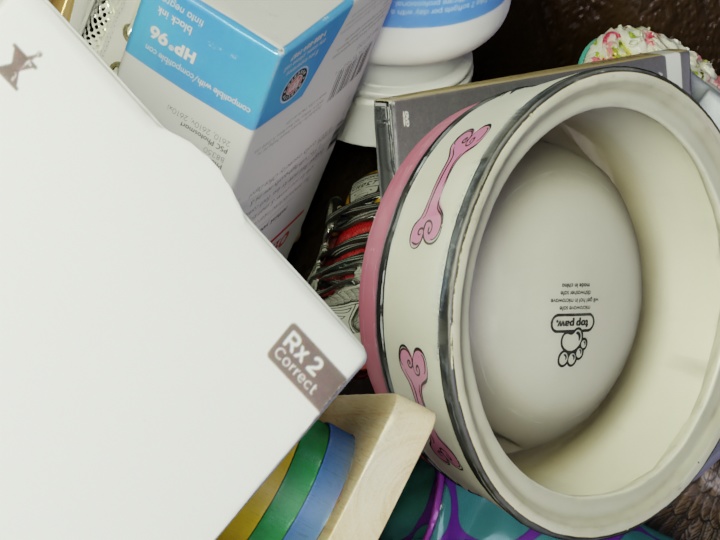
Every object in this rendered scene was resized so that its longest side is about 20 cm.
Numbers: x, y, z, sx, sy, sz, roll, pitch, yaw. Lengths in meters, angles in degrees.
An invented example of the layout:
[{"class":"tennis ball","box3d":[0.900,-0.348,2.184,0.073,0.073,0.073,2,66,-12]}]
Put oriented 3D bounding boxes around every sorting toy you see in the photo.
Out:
[{"class":"sorting toy","box3d":[-0.065,0.131,1.179,0.069,0.200,0.200,29,81,-10]}]

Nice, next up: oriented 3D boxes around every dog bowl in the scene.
[{"class":"dog bowl","box3d":[0.082,0.011,1.220,0.199,0.074,0.201,-7,100,-44]}]

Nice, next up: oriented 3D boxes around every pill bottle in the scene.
[{"class":"pill bottle","box3d":[0.015,-0.159,1.236,0.112,0.112,0.201,-19,129,-32]}]

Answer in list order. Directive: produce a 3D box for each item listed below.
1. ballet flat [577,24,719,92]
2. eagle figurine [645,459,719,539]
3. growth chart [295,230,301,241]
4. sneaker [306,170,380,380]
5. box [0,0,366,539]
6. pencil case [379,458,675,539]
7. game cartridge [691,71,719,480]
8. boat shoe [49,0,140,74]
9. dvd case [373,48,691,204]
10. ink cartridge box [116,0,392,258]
[{"class":"ballet flat","box3d":[0.186,-0.055,1.451,0.200,0.064,0.076,43,76,-39]},{"class":"eagle figurine","box3d":[0.196,0.088,1.477,0.152,0.151,0.200,-46,140,-2]},{"class":"growth chart","box3d":[-0.088,0.077,1.279,0.144,0.018,0.201,-2,93,-30]},{"class":"sneaker","box3d":[0.000,0.000,1.294,0.200,0.077,0.083,-35,115,-62]},{"class":"box","box3d":[-0.143,0.032,1.051,0.199,0.131,0.200,47,70,-20]},{"class":"pencil case","box3d":[0.097,0.155,1.410,0.199,0.093,0.085,27,128,-21]},{"class":"game cartridge","box3d":[0.149,0.020,1.384,0.200,0.133,0.040,-53,166,9]},{"class":"boat shoe","box3d":[-0.126,-0.068,1.194,0.069,0.071,0.201,21,92,-40]},{"class":"dvd case","box3d":[0.086,-0.015,1.282,0.199,0.016,0.150,-13,103,-43]},{"class":"ink cartridge box","box3d":[-0.062,-0.049,1.196,0.116,0.068,0.201,-42,160,-51]}]
